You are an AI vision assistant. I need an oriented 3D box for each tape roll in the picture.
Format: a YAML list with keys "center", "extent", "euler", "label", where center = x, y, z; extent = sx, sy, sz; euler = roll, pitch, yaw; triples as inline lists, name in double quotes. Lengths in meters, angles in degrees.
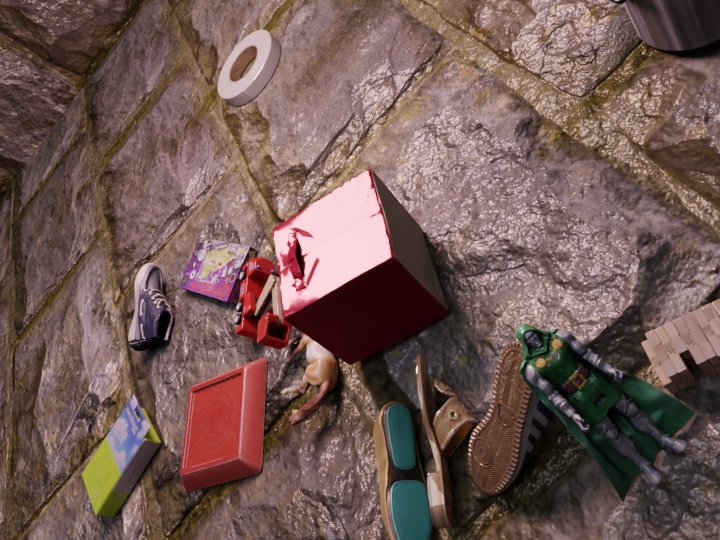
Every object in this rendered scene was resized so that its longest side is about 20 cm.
- center: [-0.282, -0.508, 1.568]
  extent: [0.201, 0.037, 0.206]
  euler: [-22, 53, 33]
  label: "tape roll"

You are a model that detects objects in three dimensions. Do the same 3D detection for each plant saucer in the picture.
- center: [-0.249, 0.269, 1.102]
  extent: [0.198, 0.037, 0.203]
  euler: [-24, 54, 32]
  label: "plant saucer"

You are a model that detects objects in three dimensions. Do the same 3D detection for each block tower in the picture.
- center: [0.386, 0.053, 0.618]
  extent: [0.199, 0.054, 0.058]
  euler: [-35, 48, 25]
  label: "block tower"

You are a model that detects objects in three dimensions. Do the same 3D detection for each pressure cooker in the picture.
- center: [0.394, -0.390, 0.753]
  extent: [0.177, 0.199, 0.179]
  euler: [0, 67, 43]
  label: "pressure cooker"

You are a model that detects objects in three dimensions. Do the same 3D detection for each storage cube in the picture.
- center: [0.000, 0.000, 0.909]
  extent: [0.178, 0.200, 0.173]
  euler: [-29, 49, 19]
  label: "storage cube"

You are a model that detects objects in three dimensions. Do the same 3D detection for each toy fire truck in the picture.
- center: [-0.173, 0.054, 1.115]
  extent: [0.141, 0.048, 0.203]
  euler: [-35, 45, 45]
  label: "toy fire truck"

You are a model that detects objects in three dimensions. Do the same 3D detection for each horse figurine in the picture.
- center: [-0.079, 0.147, 1.002]
  extent: [0.132, 0.050, 0.202]
  euler: [-36, 44, 30]
  label: "horse figurine"

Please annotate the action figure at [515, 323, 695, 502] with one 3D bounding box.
- center: [0.233, 0.126, 0.633]
  extent: [0.119, 0.199, 0.055]
  euler: [-49, -2, -6]
  label: "action figure"

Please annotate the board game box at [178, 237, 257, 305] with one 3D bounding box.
- center: [-0.302, -0.002, 1.311]
  extent: [0.198, 0.032, 0.122]
  euler: [9, 78, 45]
  label: "board game box"

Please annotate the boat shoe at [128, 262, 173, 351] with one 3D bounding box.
- center: [-0.450, 0.074, 1.381]
  extent: [0.091, 0.074, 0.204]
  euler: [-13, 67, 30]
  label: "boat shoe"

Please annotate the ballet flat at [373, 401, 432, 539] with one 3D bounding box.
- center: [0.051, 0.275, 0.813]
  extent: [0.063, 0.068, 0.203]
  euler: [127, 148, -48]
  label: "ballet flat"

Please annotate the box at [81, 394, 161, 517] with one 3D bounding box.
- center: [-0.474, 0.368, 1.246]
  extent: [0.122, 0.047, 0.202]
  euler: [35, 93, 47]
  label: "box"

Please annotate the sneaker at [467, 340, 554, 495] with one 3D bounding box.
- center: [0.197, 0.168, 0.730]
  extent: [0.070, 0.107, 0.203]
  euler: [35, 123, 45]
  label: "sneaker"

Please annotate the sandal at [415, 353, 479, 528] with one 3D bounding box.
- center: [0.117, 0.207, 0.785]
  extent: [0.068, 0.078, 0.215]
  euler: [-11, 64, 15]
  label: "sandal"
